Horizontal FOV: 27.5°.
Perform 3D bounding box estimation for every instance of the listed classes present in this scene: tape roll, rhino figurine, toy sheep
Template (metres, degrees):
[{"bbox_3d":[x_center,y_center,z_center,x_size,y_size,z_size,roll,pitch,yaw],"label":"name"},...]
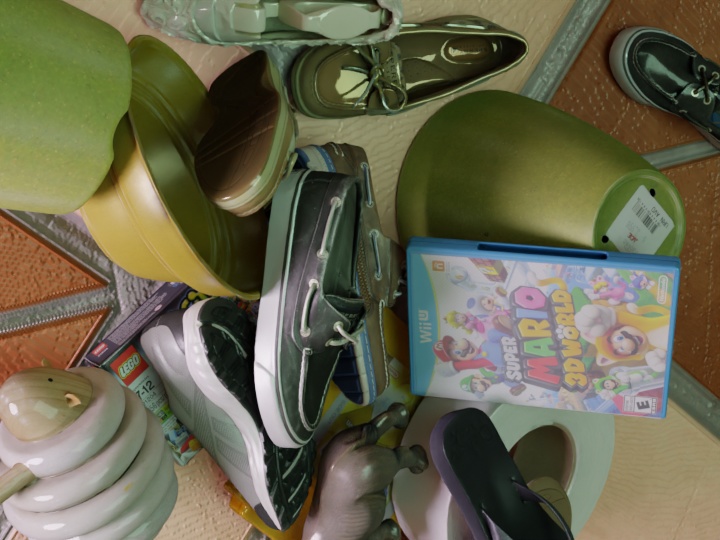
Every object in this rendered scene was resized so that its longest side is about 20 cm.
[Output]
[{"bbox_3d":[0.123,0.163,1.240,0.202,0.071,0.204,-18,120,-35],"label":"tape roll"},{"bbox_3d":[-0.011,0.202,1.149,0.087,0.060,0.201,-14,130,-46],"label":"rhino figurine"},{"bbox_3d":[-0.197,0.146,1.047,0.138,0.138,0.201,-39,130,-19],"label":"toy sheep"}]

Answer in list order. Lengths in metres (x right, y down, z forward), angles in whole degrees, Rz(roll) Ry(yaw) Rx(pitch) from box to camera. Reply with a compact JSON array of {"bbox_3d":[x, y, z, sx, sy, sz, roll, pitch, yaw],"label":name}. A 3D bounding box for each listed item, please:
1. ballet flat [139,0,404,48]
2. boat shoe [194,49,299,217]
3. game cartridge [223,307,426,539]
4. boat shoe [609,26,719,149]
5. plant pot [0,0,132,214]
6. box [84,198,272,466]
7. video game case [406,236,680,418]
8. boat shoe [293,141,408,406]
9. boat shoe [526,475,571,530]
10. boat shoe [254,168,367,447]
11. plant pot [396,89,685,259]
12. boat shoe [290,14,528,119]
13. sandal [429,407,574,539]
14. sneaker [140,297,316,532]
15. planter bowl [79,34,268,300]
[{"bbox_3d":[-0.059,-0.193,1.073,0.199,0.072,0.072,-2,100,-16],"label":"ballet flat"},{"bbox_3d":[-0.072,-0.089,1.045,0.073,0.201,0.063,-31,118,10],"label":"boat shoe"},{"bbox_3d":[-0.001,0.145,1.196,0.200,0.032,0.176,-55,131,-11],"label":"game cartridge"},{"bbox_3d":[0.309,-0.162,1.328,0.199,0.057,0.069,26,85,-31],"label":"boat shoe"},{"bbox_3d":[-0.253,-0.119,0.927,0.183,0.200,0.202,14,91,-35],"label":"plant pot"},{"bbox_3d":[-0.103,0.041,1.134,0.200,0.035,0.110,-45,117,-16],"label":"box"},{"bbox_3d":[0.135,0.044,1.108,0.018,0.199,0.144,-71,162,-52],"label":"video game case"},{"bbox_3d":[0.000,0.000,1.113,0.072,0.072,0.201,-14,97,-27],"label":"boat shoe"},{"bbox_3d":[0.102,0.248,1.166,0.072,0.065,0.200,44,57,-20],"label":"boat shoe"},{"bbox_3d":[-0.031,0.030,1.041,0.071,0.063,0.201,-12,107,-65],"label":"boat shoe"},{"bbox_3d":[0.158,-0.046,1.176,0.186,0.200,0.188,-5,101,-29],"label":"plant pot"},{"bbox_3d":[0.039,-0.166,1.165,0.199,0.063,0.074,-20,109,-26],"label":"boat shoe"},{"bbox_3d":[0.121,0.195,1.124,0.076,0.043,0.201,-44,105,-35],"label":"sandal"},{"bbox_3d":[-0.094,0.107,1.083,0.074,0.079,0.201,-55,128,-48],"label":"sneaker"},{"bbox_3d":[-0.145,-0.057,1.038,0.083,0.201,0.201,-24,115,15],"label":"planter bowl"}]
